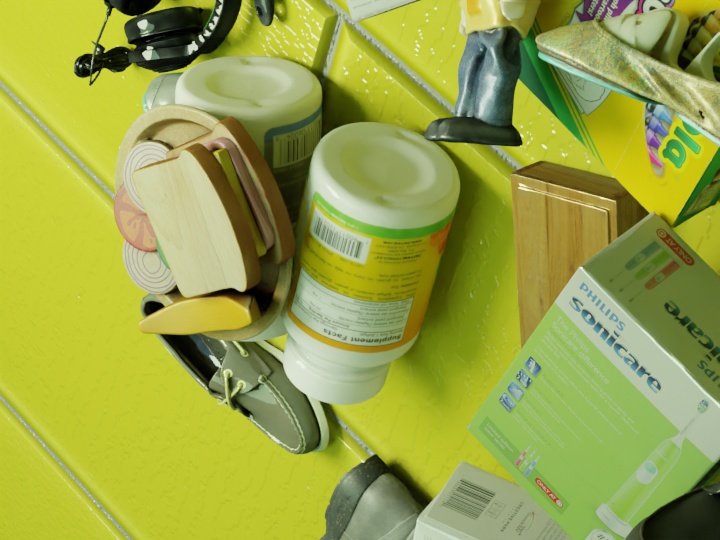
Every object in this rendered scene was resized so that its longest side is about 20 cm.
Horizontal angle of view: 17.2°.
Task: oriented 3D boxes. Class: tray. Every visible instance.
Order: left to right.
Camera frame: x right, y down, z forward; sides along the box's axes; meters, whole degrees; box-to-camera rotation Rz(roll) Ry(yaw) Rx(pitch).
[{"bbox_3d":[0.155,0.031,1.667,0.098,0.037,0.201,18,122,44],"label":"tray"}]

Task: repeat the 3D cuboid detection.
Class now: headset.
[{"bbox_3d":[-0.161,-0.213,1.905,0.200,0.094,0.124,-36,75,36],"label":"headset"}]

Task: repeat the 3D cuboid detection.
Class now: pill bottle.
[{"bbox_3d":[-0.087,-0.054,1.844,0.113,0.113,0.201,27,127,39],"label":"pill bottle"},{"bbox_3d":[0.000,0.000,1.772,0.111,0.111,0.201,41,135,29],"label":"pill bottle"}]

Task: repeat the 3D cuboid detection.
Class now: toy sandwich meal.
[{"bbox_3d":[-0.126,-0.029,1.758,0.204,0.070,0.206,22,124,36],"label":"toy sandwich meal"}]

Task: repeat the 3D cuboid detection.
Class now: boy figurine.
[{"bbox_3d":[0.085,-0.179,1.524,0.124,0.064,0.202,-147,61,-78],"label":"boy figurine"}]

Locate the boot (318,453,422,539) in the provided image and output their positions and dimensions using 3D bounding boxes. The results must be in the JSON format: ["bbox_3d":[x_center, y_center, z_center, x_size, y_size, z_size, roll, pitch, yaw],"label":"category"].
[{"bbox_3d":[0.019,0.255,1.918,0.132,0.070,0.201,41,140,22],"label":"boot"}]

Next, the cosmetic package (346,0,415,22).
[{"bbox_3d":[0.024,-0.283,1.606,0.085,0.107,0.201,-13,97,50],"label":"cosmetic package"}]

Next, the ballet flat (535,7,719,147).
[{"bbox_3d":[0.196,-0.121,1.438,0.199,0.070,0.071,32,130,33],"label":"ballet flat"}]

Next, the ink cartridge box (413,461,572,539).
[{"bbox_3d":[0.121,0.271,1.773,0.175,0.084,0.201,23,127,18],"label":"ink cartridge box"}]

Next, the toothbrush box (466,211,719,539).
[{"bbox_3d":[0.178,0.085,1.564,0.146,0.086,0.200,45,142,13],"label":"toothbrush box"}]

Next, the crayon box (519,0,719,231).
[{"bbox_3d":[0.192,-0.157,1.510,0.173,0.058,0.201,48,138,22],"label":"crayon box"}]

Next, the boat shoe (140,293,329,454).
[{"bbox_3d":[-0.105,0.083,1.977,0.202,0.060,0.072,47,138,23],"label":"boat shoe"}]

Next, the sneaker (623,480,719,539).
[{"bbox_3d":[0.249,0.132,1.479,0.075,0.199,0.107,48,139,37],"label":"sneaker"}]

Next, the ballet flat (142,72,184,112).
[{"bbox_3d":[-0.123,-0.063,1.927,0.063,0.067,0.201,-7,107,23],"label":"ballet flat"}]

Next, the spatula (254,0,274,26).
[{"bbox_3d":[-0.087,-0.282,1.802,0.056,0.020,0.201,19,125,58],"label":"spatula"}]
